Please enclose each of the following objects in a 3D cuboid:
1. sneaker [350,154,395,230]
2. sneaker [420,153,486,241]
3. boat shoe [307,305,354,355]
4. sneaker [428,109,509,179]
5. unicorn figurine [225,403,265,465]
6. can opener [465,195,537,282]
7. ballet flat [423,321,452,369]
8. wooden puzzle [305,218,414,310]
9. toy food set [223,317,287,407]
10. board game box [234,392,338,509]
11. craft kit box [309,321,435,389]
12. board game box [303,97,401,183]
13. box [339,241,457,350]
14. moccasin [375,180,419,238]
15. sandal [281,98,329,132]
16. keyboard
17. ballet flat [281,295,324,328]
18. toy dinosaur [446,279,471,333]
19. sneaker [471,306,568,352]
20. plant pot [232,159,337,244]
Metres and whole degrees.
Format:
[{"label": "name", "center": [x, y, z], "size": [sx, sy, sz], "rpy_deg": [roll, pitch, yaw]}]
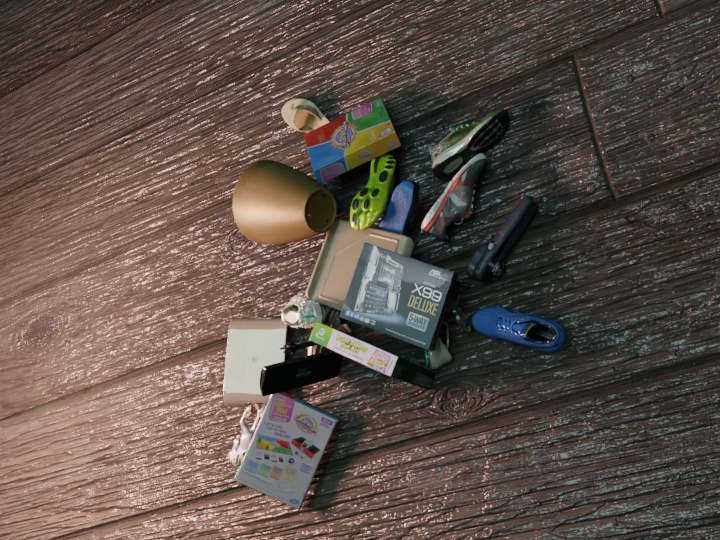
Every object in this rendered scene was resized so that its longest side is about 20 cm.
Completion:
[{"label": "sneaker", "center": [0.036, -0.158, 1.773], "size": [0.073, 0.084, 0.202], "rpy_deg": [12, 56, 17]}, {"label": "sneaker", "center": [0.210, -0.148, 1.721], "size": [0.081, 0.077, 0.201], "rpy_deg": [37, 97, 2]}, {"label": "boat shoe", "center": [-0.052, 0.121, 1.766], "size": [0.074, 0.074, 0.206], "rpy_deg": [12, 81, 33]}, {"label": "sneaker", "center": [0.220, -0.285, 1.744], "size": [0.199, 0.077, 0.089], "rpy_deg": [-36, 54, 12]}, {"label": "unicorn figurine", "center": [-0.215, 0.361, 1.783], "size": [0.197, 0.074, 0.140], "rpy_deg": [9, 91, 23]}, {"label": "can opener", "center": [0.284, -0.063, 1.649], "size": [0.078, 0.063, 0.201], "rpy_deg": [38, 95, 31]}, {"label": "ballet flat", "center": [0.142, 0.101, 1.685], "size": [0.069, 0.069, 0.203], "rpy_deg": [-22, 69, 20]}, {"label": "wooden puzzle", "center": [0.000, 0.000, 1.735], "size": [0.197, 0.037, 0.188], "rpy_deg": [16, 81, 26]}, {"label": "toy food set", "center": [-0.226, 0.204, 1.853], "size": [0.141, 0.060, 0.204], "rpy_deg": [-1, 76, 15]}, {"label": "board game box", "center": [-0.153, 0.369, 1.722], "size": [0.151, 0.040, 0.203], "rpy_deg": [25, 87, -1]}, {"label": "craft kit box", "center": [0.027, 0.171, 1.641], "size": [0.195, 0.199, 0.049], "rpy_deg": [18, 84, 29]}, {"label": "board game box", "center": [-0.021, -0.288, 1.831], "size": [0.197, 0.041, 0.154], "rpy_deg": [-25, 41, 6]}, {"label": "box", "center": [0.076, 0.051, 1.637], "size": [0.197, 0.050, 0.160], "rpy_deg": [20, 90, 19]}, {"label": "moccasin", "center": [0.082, -0.094, 1.756], "size": [0.080, 0.068, 0.202], "rpy_deg": [38, 118, 18]}, {"label": "sandal", "center": [-0.126, -0.357, 1.943], "size": [0.211, 0.069, 0.078], "rpy_deg": [41, 96, 30]}, {"label": "keyboard", "center": [-0.116, 0.187, 1.697], "size": [0.021, 0.197, 0.129], "rpy_deg": [43, 131, 40]}, {"label": "ballet flat", "center": [-0.134, 0.091, 1.759], "size": [0.200, 0.071, 0.073], "rpy_deg": [168, 117, -69]}, {"label": "toy dinosaur", "center": [0.164, 0.037, 1.672], "size": [0.199, 0.088, 0.048], "rpy_deg": [39, 139, 14]}, {"label": "sneaker", "center": [0.299, 0.106, 1.587], "size": [0.197, 0.078, 0.067], "rpy_deg": [13, 84, 31]}, {"label": "plant pot", "center": [-0.148, -0.140, 1.796], "size": [0.198, 0.185, 0.190], "rpy_deg": [12, 81, 47]}]
